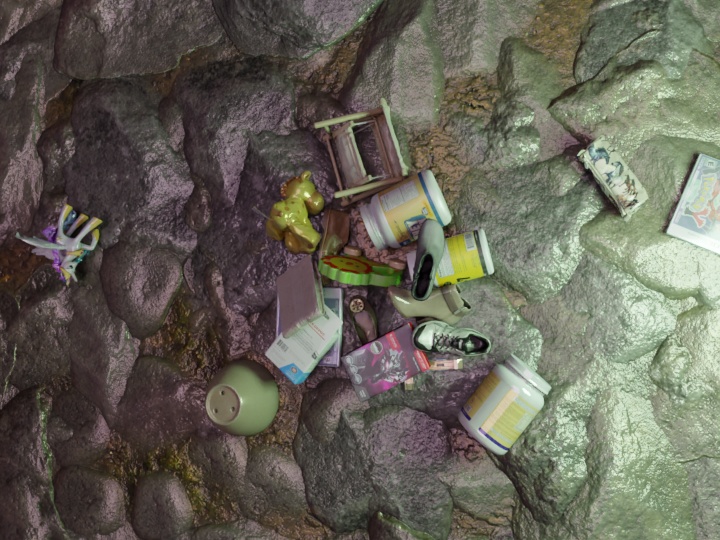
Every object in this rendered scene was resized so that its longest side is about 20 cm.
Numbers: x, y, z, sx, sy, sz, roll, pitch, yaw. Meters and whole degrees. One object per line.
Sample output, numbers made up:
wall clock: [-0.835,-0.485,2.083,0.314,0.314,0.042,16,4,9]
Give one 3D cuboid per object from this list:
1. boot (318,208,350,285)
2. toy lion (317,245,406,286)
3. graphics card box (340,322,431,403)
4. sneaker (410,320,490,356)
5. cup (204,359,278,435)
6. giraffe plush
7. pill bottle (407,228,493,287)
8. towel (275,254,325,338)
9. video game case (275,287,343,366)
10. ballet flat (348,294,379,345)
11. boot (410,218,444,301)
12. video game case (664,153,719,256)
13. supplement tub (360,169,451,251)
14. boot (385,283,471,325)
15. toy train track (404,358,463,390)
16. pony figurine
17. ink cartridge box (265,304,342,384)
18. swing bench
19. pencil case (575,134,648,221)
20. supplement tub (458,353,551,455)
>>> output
boot: [-0.068,-0.059,1.779,0.074,0.074,0.205,7,83,4]
toy lion: [0.000,0.000,1.691,0.196,0.192,0.070,16,106,13]
graphics card box: [0.062,0.227,1.698,0.197,0.051,0.127,-26,86,6]
sneaker: [0.221,0.165,1.647,0.196,0.088,0.078,3,93,-15]
cup: [-0.328,0.339,1.783,0.196,0.143,0.205,-1,86,13]
giraffe plush: [-0.163,-0.161,1.767,0.171,0.200,0.164,0,53,51]
pill bottle: [0.220,-0.023,1.683,0.196,0.114,0.117,-15,83,13]
towel: [-0.153,0.064,1.720,0.132,0.034,0.203,-34,44,24]
video game case: [-0.136,0.145,1.800,0.178,0.023,0.205,1,87,14]
ballet flat: [0.015,0.160,1.758,0.066,0.046,0.204,-17,84,13]
boot: [0.157,-0.029,1.568,0.068,0.132,0.205,6,83,5]
video game case: [0.834,-0.144,1.587,0.179,0.023,0.203,24,92,14]
supplement tub: [0.112,-0.145,1.701,0.197,0.144,0.147,-25,81,11]
boot: [0.173,0.070,1.668,0.145,0.199,0.071,-27,45,27]
toy train track: [0.159,0.242,1.725,0.195,0.032,0.118,-5,86,12]
pony figurine: [-0.847,-0.079,1.943,0.190,0.167,0.203,23,77,6]
ink cartridge box: [-0.135,0.173,1.744,0.116,0.068,0.201,41,96,14]
swing bench: [0.008,-0.298,1.747,0.196,0.130,0.203,-17,83,7]
pencil case: [0.596,-0.217,1.619,0.088,0.078,0.202,-30,80,-15]
supplement tub: [0.341,0.315,1.619,0.145,0.145,0.201,39,96,12]
